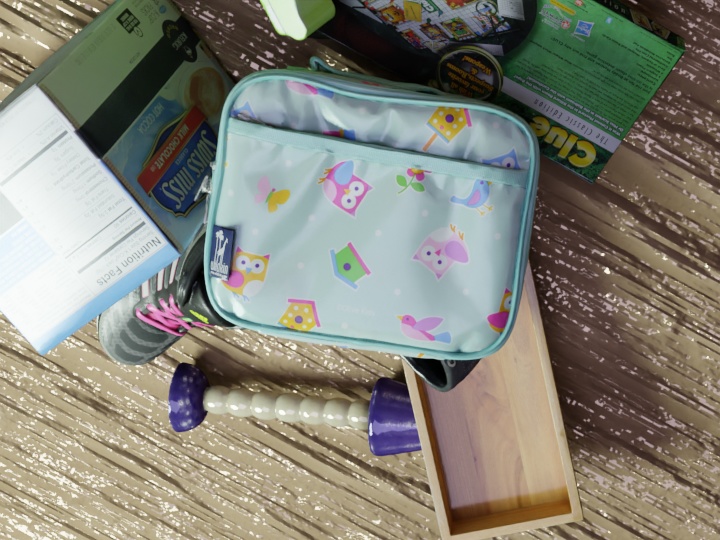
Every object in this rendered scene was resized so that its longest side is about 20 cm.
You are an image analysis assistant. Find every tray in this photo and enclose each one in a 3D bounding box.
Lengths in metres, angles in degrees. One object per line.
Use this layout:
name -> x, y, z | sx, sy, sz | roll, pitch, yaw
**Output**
tray -> 0.083, 0.078, 1.105 | 0.097, 0.037, 0.202 | -12, 100, 8

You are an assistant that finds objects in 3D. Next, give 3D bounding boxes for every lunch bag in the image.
lunch bag -> 0.003, -0.038, 0.956 | 0.197, 0.077, 0.162 | 9, 102, 3

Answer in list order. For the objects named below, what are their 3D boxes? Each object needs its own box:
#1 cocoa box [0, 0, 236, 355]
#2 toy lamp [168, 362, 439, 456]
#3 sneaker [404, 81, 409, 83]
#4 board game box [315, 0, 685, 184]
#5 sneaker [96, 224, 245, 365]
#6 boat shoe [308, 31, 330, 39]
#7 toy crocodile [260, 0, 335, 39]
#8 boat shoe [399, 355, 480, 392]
cocoa box -> -0.167, -0.070, 1.032 | 0.133, 0.200, 0.132 | -33, 106, 27
toy lamp -> -0.038, 0.101, 1.172 | 0.197, 0.058, 0.059 | 2, 118, 13
sneaker -> 0.049, -0.124, 1.026 | 0.198, 0.071, 0.100 | -8, 111, 15
board game box -> 0.079, -0.139, 0.956 | 0.199, 0.024, 0.105 | 28, 120, -9
sneaker -> -0.115, 0.013, 1.118 | 0.073, 0.088, 0.200 | 30, 123, -33
boat shoe -> 0.030, -0.207, 0.981 | 0.198, 0.074, 0.076 | -22, 122, 24
toy crocodile -> -0.067, -0.226, 0.912 | 0.061, 0.067, 0.202 | -17, 103, 39
boat shoe -> 0.000, 0.000, 1.035 | 0.200, 0.066, 0.070 | 45, 146, -11
